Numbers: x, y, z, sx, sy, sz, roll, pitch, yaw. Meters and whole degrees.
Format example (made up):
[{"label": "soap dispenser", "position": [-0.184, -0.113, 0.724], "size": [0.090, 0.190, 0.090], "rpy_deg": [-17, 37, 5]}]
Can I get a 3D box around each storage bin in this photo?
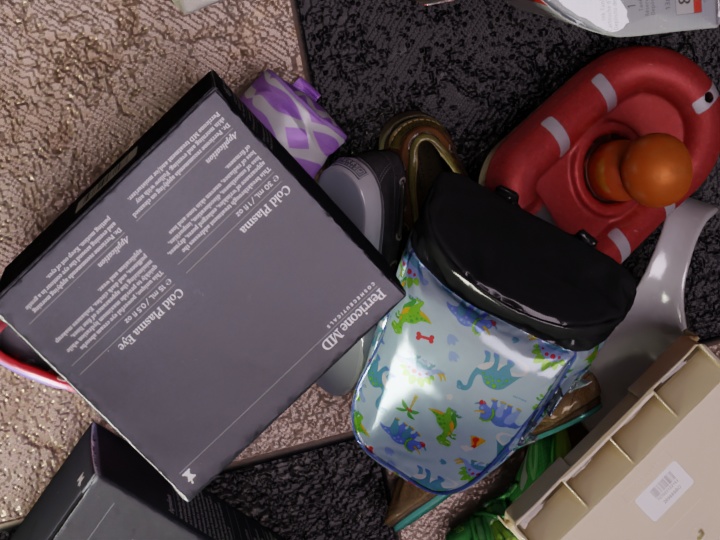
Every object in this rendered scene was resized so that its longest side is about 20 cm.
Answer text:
[{"label": "storage bin", "position": [0.234, 0.181, 1.162], "size": [0.200, 0.094, 0.199], "rpy_deg": [-44, 100, 1]}]

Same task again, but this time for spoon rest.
[{"label": "spoon rest", "position": [0.223, 0.043, 1.219], "size": [0.098, 0.061, 0.203], "rpy_deg": [17, 101, 15]}]

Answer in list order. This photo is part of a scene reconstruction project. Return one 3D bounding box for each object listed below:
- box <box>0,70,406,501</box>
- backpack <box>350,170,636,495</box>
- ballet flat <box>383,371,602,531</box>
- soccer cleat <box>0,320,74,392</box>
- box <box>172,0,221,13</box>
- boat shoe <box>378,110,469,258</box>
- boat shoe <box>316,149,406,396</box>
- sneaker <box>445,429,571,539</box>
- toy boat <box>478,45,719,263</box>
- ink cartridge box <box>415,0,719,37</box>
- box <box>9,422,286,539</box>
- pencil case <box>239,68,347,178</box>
[{"label": "box", "position": [-0.105, 0.008, 1.034], "size": [0.200, 0.104, 0.182], "rpy_deg": [-42, 104, 4]}, {"label": "backpack", "position": [0.074, 0.059, 1.109], "size": [0.162, 0.201, 0.155], "rpy_deg": [30, 54, 0]}, {"label": "ballet flat", "position": [0.089, 0.122, 1.216], "size": [0.199, 0.068, 0.073], "rpy_deg": [-34, 83, 15]}, {"label": "soccer cleat", "position": [-0.182, 0.071, 1.143], "size": [0.198, 0.073, 0.069], "rpy_deg": [22, 101, -16]}, {"label": "box", "position": [-0.114, -0.283, 1.052], "size": [0.094, 0.078, 0.202], "rpy_deg": [-23, 109, -5]}, {"label": "boat shoe", "position": [0.063, -0.016, 1.171], "size": [0.071, 0.068, 0.202], "rpy_deg": [-26, 110, -4]}, {"label": "boat shoe", "position": [0.000, 0.000, 1.160], "size": [0.066, 0.070, 0.202], "rpy_deg": [-27, 133, -39]}, {"label": "sneaker", "position": [0.111, 0.208, 1.239], "size": [0.083, 0.074, 0.202], "rpy_deg": [22, 87, 10]}, {"label": "toy boat", "position": [0.189, -0.073, 1.134], "size": [0.200, 0.130, 0.131], "rpy_deg": [-42, 112, -19]}, {"label": "ink cartridge box", "position": [0.125, -0.182, 1.086], "size": [0.197, 0.162, 0.051], "rpy_deg": [-11, 106, -8]}, {"label": "box", "position": [-0.158, 0.235, 1.180], "size": [0.199, 0.104, 0.149], "rpy_deg": [36, 97, -18]}, {"label": "pencil case", "position": [-0.096, -0.048, 1.120], "size": [0.084, 0.086, 0.200], "rpy_deg": [43, 96, -5]}]
